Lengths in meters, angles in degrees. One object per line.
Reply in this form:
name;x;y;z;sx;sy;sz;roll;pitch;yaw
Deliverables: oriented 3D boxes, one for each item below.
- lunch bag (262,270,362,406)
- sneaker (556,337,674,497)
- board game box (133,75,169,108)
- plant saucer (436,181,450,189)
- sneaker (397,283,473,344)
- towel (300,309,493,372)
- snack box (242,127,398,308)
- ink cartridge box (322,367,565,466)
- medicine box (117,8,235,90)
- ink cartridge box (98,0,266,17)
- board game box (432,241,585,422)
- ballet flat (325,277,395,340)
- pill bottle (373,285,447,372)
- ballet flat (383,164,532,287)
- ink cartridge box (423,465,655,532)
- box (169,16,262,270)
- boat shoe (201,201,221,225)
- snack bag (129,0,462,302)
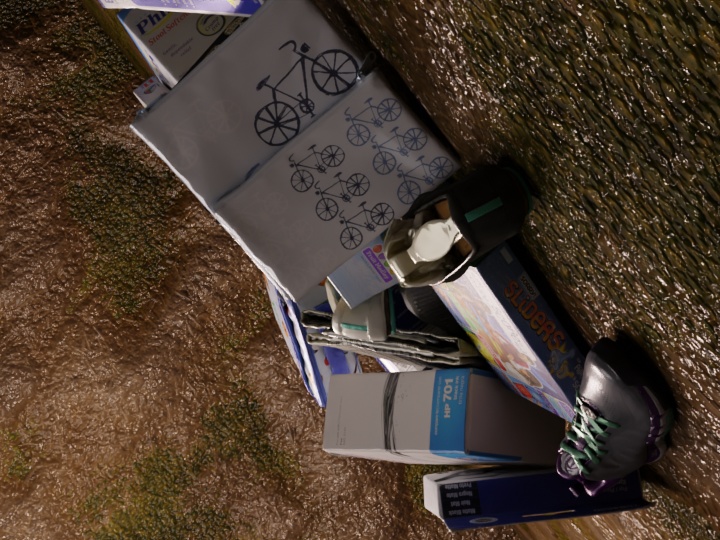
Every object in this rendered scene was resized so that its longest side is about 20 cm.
lunch bag;-0.056;0.041;1.357;0.160;0.075;0.201;-117;9;-50
sneaker;0.189;0.126;0.961;0.074;0.087;0.200;47;173;32
board game box;-0.179;-0.136;1.398;0.126;0.035;0.200;55;173;-35
plant saucer;0.107;-0.009;1.094;0.200;0.019;0.070;54;173;-35
sneaker;0.059;-0.004;1.207;0.114;0.073;0.201;51;179;32
towel;0.060;0.083;1.241;0.192;0.035;0.200;10;173;34
snack box;-0.031;-0.089;1.107;0.169;0.067;0.200;53;-163;-29
ink cartridge box;0.082;0.149;1.242;0.146;0.086;0.199;14;167;-42
medicine box;-0.153;-0.212;1.399;0.200;0.103;0.182;47;173;26
ink cartridge box;-0.177;-0.288;0.998;0.199;0.047;0.198;13;153;33
board game box;0.123;0.043;1.060;0.200;0.034;0.135;53;167;-28
ballet flat;0.000;0.000;1.167;0.070;0.069;0.200;53;-162;-23
pill bottle;0.077;0.084;1.419;0.200;0.116;0.116;49;174;17
ballet flat;0.055;-0.026;0.908;0.068;0.068;0.200;58;159;6
ink cartridge box;0.167;0.214;1.225;0.200;0.199;0.041;132;132;-84
box;-0.092;-0.124;1.206;0.049;0.161;0.200;-2;135;45
boat shoe;-0.110;-0.066;1.107;0.072;0.068;0.200;-21;109;38
snack bag;-0.053;-0.099;0.968;0.200;0.188;0.021;48;-159;-11
